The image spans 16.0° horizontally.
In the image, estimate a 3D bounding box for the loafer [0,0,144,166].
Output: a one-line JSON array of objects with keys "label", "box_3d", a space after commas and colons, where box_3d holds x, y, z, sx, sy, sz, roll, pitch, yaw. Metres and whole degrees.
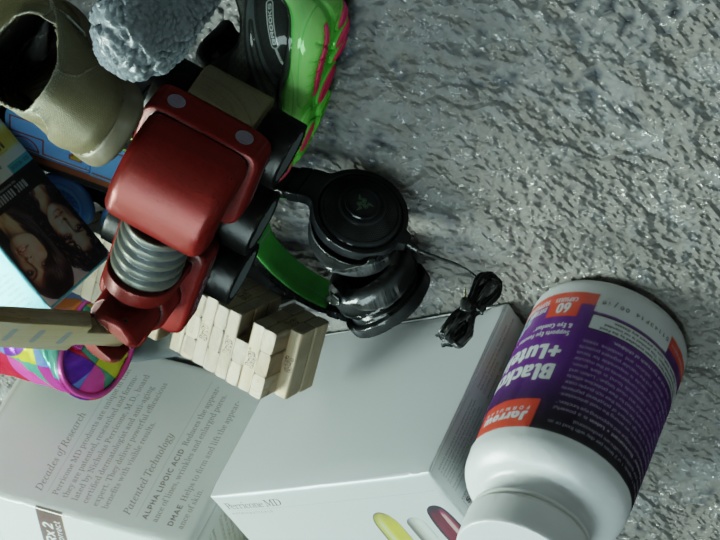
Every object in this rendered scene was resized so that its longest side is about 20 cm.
[{"label": "loafer", "box_3d": [-0.199, -0.132, 1.546, 0.067, 0.076, 0.200, 34, -179, -42]}]

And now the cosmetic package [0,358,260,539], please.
[{"label": "cosmetic package", "box_3d": [-0.172, 0.175, 1.949, 0.200, 0.165, 0.165, 12, 140, 19]}]

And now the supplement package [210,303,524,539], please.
[{"label": "supplement package", "box_3d": [0.026, 0.126, 1.779, 0.200, 0.156, 0.111, -11, 129, 40]}]

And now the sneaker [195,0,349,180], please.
[{"label": "sneaker", "box_3d": [-0.066, -0.116, 1.625, 0.084, 0.077, 0.200, 30, 135, 8]}]

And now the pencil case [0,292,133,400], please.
[{"label": "pencil case", "box_3d": [-0.259, 0.038, 1.878, 0.200, 0.088, 0.088, 12, 142, 36]}]

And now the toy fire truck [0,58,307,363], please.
[{"label": "toy fire truck", "box_3d": [-0.144, -0.017, 1.557, 0.129, 0.200, 0.176, 29, 136, 4]}]

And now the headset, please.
[{"label": "headset", "box_3d": [0.000, 0.000, 1.696, 0.200, 0.094, 0.124, 12, 142, 29]}]

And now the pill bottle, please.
[{"label": "pill bottle", "box_3d": [0.133, 0.112, 1.661, 0.111, 0.200, 0.111, 16, 142, 13]}]

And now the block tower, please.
[{"label": "block tower", "box_3d": [-0.121, 0.020, 1.778, 0.200, 0.054, 0.058, 26, 116, 23]}]

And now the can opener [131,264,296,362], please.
[{"label": "can opener", "box_3d": [-0.129, 0.032, 1.861, 0.200, 0.053, 0.067, -15, 92, 40]}]

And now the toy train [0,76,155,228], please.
[{"label": "toy train", "box_3d": [-0.185, -0.088, 1.717, 0.200, 0.087, 0.114, 21, 134, 12]}]

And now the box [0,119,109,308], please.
[{"label": "box", "box_3d": [-0.258, -0.059, 1.667, 0.049, 0.082, 0.200, -34, 98, 37]}]

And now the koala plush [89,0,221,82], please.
[{"label": "koala plush", "box_3d": [-0.152, -0.222, 1.499, 0.177, 0.184, 0.200, 53, 157, -20]}]
